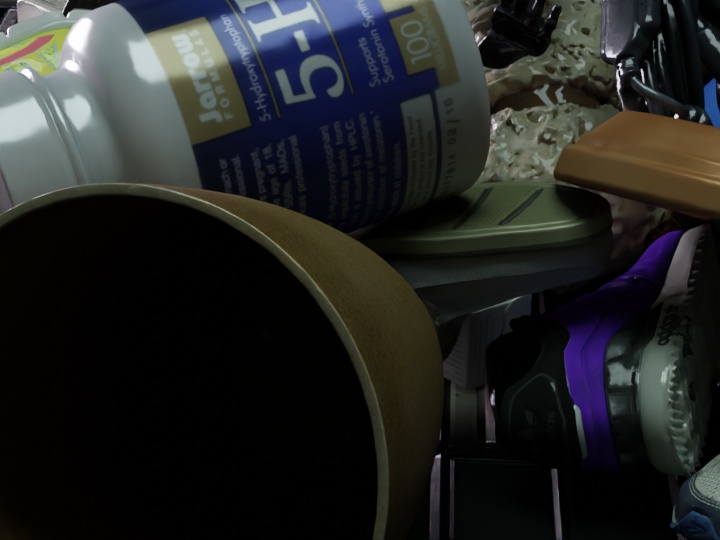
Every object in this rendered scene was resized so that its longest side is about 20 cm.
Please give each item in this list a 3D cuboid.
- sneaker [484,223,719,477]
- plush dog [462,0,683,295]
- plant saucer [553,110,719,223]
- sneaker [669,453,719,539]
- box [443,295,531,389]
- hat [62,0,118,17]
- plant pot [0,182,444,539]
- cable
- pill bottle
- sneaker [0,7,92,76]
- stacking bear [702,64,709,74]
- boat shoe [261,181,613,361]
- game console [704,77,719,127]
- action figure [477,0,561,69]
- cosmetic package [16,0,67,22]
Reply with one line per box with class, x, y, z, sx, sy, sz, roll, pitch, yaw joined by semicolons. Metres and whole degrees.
sneaker;0.104;0.032;1.081;0.099;0.070;0.200;-7;15;17
plush dog;0.094;-0.063;1.234;0.198;0.161;0.172;-3;47;-11
plant saucer;0.180;-0.030;1.039;0.199;0.038;0.200;15;3;-1
sneaker;0.196;0.057;1.005;0.077;0.086;0.199;22;31;40
box;0.000;0.000;1.183;0.039;0.042;0.199;-17;29;-36
hat;-0.048;-0.073;1.172;0.199;0.202;0.081;11;-8;21
plant pot;-0.043;0.052;0.920;0.185;0.188;0.200;10;11;20
cable;0.170;-0.101;1.210;0.051;0.163;0.201;-22;39;25
pill bottle;-0.059;-0.060;1.023;0.199;0.120;0.120;-20;29;-18
sneaker;-0.164;-0.054;1.075;0.199;0.079;0.090;-13;26;-9
stacking bear;0.203;-0.168;1.511;0.198;0.122;0.114;5;20;-11
boat shoe;0.018;0.009;1.070;0.199;0.069;0.075;-8;16;24
game console;0.286;-0.057;1.362;0.170;0.119;0.200;23;3;-44
action figure;0.074;-0.180;1.154;0.118;0.102;0.201;30;37;-11
cosmetic package;-0.080;-0.117;1.389;0.199;0.088;0.103;-17;27;-35
